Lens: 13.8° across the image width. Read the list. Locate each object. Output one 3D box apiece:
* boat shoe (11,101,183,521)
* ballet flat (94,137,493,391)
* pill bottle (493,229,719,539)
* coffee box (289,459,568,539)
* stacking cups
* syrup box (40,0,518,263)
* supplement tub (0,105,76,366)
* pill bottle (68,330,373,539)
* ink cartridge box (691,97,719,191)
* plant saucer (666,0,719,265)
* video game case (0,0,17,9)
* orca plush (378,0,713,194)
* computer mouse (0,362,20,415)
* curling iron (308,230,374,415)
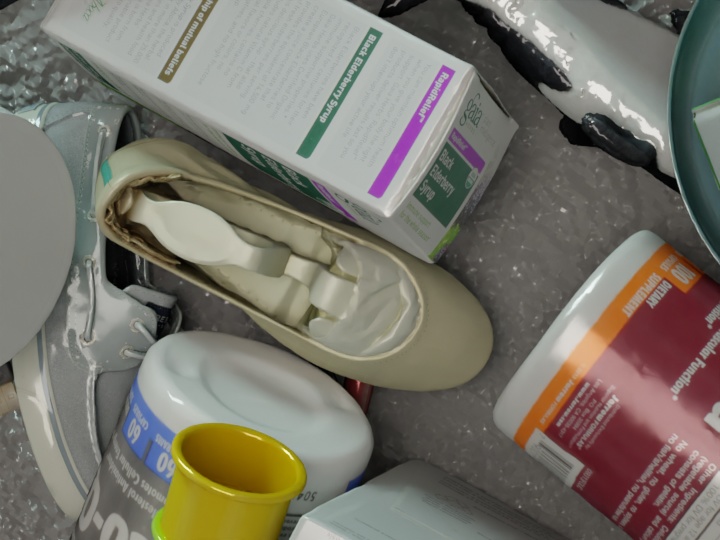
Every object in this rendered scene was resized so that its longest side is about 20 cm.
[{"bbox_3d":[-0.122,0.017,1.407,0.071,0.070,0.201,-7,89,19],"label":"boat shoe"},{"bbox_3d":[-0.032,0.002,1.355,0.200,0.069,0.070,25,99,0],"label":"ballet flat"},{"bbox_3d":[0.169,0.085,1.322,0.200,0.114,0.114,39,101,8],"label":"pill bottle"},{"bbox_3d":[0.042,0.225,1.316,0.199,0.200,0.198,28,100,10],"label":"coffee box"},{"bbox_3d":[-0.076,0.167,1.288,0.060,0.061,0.200,21,113,11],"label":"stacking cups"},{"bbox_3d":[-0.036,-0.088,1.350,0.200,0.079,0.082,30,86,23],"label":"syrup box"},{"bbox_3d":[-0.243,-0.032,1.363,0.200,0.145,0.145,17,98,38],"label":"supplement tub"},{"bbox_3d":[-0.080,0.139,1.371,0.114,0.114,0.200,27,112,10],"label":"pill bottle"},{"bbox_3d":[0.264,-0.039,1.260,0.200,0.083,0.147,-22,90,-15],"label":"ink cartridge box"},{"bbox_3d":[0.226,-0.064,1.310,0.200,0.027,0.201,1,85,-12],"label":"plant saucer"},{"bbox_3d":[-0.108,-0.222,1.350,0.200,0.019,0.143,-26,69,20],"label":"video game case"},{"bbox_3d":[0.099,-0.077,1.350,0.200,0.105,0.071,22,137,-8],"label":"orca plush"},{"bbox_3d":[-0.224,0.096,1.453,0.140,0.046,0.200,-17,84,9],"label":"computer mouse"},{"bbox_3d":[0.000,0.000,1.401,0.049,0.026,0.200,19,97,10],"label":"curling iron"}]
